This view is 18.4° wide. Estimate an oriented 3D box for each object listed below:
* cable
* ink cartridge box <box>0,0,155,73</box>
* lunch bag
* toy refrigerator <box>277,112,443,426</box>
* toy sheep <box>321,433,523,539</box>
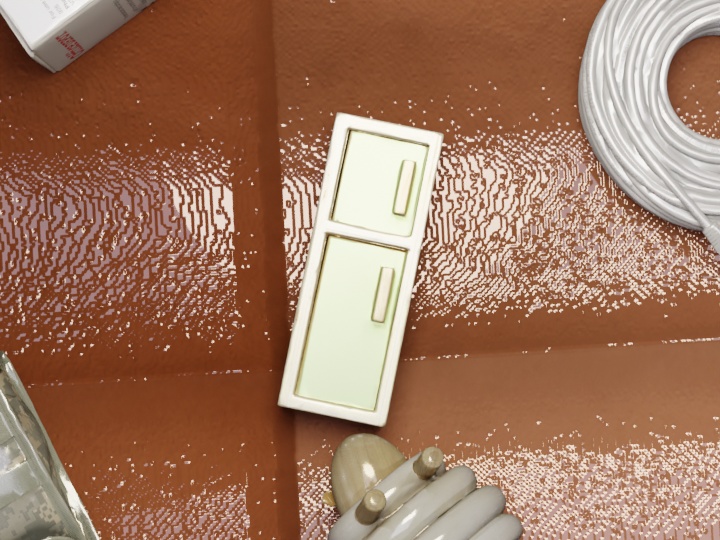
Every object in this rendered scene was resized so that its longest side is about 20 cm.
[{"bbox_3d":[0.248,-0.125,1.510,0.200,0.069,0.200,39,88,1],"label":"cable"},{"bbox_3d":[-0.154,-0.227,1.469,0.200,0.146,0.084,-36,90,-2],"label":"ink cartridge box"},{"bbox_3d":[-0.265,0.182,1.476,0.164,0.118,0.201,-28,95,-1],"label":"lunch bag"},{"bbox_3d":[0.000,0.000,1.504,0.076,0.070,0.201,12,88,0],"label":"toy refrigerator"},{"bbox_3d":[0.050,0.191,1.468,0.138,0.138,0.200,-36,80,-1],"label":"toy sheep"}]
